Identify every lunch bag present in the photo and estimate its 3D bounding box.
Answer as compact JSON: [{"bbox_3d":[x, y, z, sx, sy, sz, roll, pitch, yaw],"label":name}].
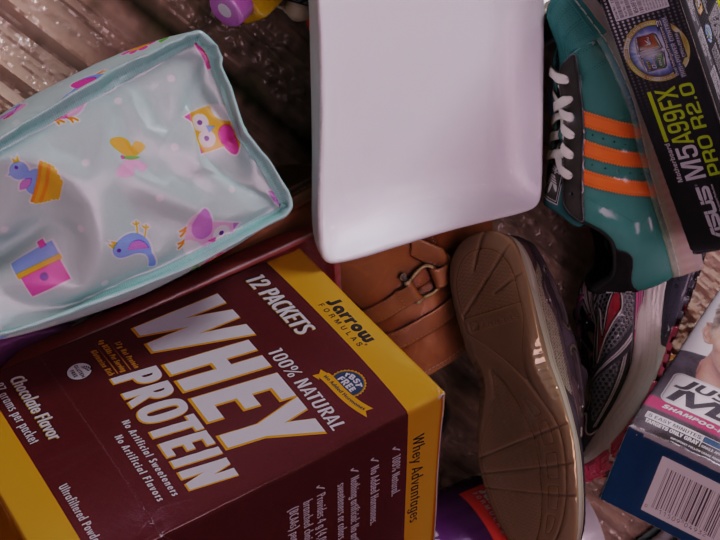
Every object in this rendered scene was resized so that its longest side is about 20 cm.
[{"bbox_3d":[-0.161,-0.031,0.653,0.200,0.170,0.122,-30,103,-16],"label":"lunch bag"}]

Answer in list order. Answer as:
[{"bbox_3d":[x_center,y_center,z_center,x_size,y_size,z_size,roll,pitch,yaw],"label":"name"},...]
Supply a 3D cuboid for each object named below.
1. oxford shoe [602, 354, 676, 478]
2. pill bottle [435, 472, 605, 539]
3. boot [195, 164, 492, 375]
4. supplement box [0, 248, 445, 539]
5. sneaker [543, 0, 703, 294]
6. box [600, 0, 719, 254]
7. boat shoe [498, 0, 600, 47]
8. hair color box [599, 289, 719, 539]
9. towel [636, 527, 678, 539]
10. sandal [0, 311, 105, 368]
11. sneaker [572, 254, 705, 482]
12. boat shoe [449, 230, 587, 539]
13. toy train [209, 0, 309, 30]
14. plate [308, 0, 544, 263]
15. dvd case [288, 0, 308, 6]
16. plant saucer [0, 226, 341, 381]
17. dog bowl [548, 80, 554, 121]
[{"bbox_3d":[0.242,0.095,0.910,0.200,0.073,0.071,-25,108,-19],"label":"oxford shoe"},{"bbox_3d":[0.054,0.199,0.819,0.200,0.112,0.113,-19,106,-21],"label":"pill bottle"},{"bbox_3d":[0.000,0.000,0.794,0.200,0.077,0.156,-31,113,-25],"label":"boot"},{"bbox_3d":[-0.078,0.131,0.660,0.200,0.133,0.198,-23,135,-26],"label":"supplement box"},{"bbox_3d":[0.144,-0.073,0.789,0.080,0.071,0.200,-22,108,6],"label":"sneaker"},{"bbox_3d":[0.202,-0.135,0.764,0.200,0.044,0.160,64,35,-24],"label":"box"},{"bbox_3d":[0.153,-0.204,0.841,0.200,0.057,0.067,-34,75,-20],"label":"boat shoe"},{"bbox_3d":[0.233,0.091,0.797,0.200,0.100,0.061,-38,149,-53],"label":"hair color box"},{"bbox_3d":[0.292,0.245,0.971,0.200,0.048,0.172,-29,108,-18],"label":"towel"},{"bbox_3d":[-0.158,0.062,0.735,0.202,0.050,0.083,-14,104,-22],"label":"sandal"},{"bbox_3d":[0.173,0.046,0.865,0.074,0.081,0.200,18,74,15],"label":"sneaker"},{"bbox_3d":[0.107,0.073,0.779,0.065,0.072,0.201,-7,82,-49],"label":"boat shoe"},{"bbox_3d":[-0.045,-0.207,0.747,0.150,0.056,0.201,-23,101,-39],"label":"toy train"},{"bbox_3d":[0.035,-0.119,0.717,0.200,0.032,0.200,-16,110,-45],"label":"plate"},{"bbox_3d":[-0.001,-0.244,0.735,0.150,0.025,0.201,7,82,-39],"label":"dvd case"},{"bbox_3d":[-0.100,0.079,0.729,0.200,0.037,0.200,-25,136,-23],"label":"plant saucer"},{"bbox_3d":[0.215,-0.129,0.876,0.200,0.050,0.112,-23,107,-20],"label":"dog bowl"}]
